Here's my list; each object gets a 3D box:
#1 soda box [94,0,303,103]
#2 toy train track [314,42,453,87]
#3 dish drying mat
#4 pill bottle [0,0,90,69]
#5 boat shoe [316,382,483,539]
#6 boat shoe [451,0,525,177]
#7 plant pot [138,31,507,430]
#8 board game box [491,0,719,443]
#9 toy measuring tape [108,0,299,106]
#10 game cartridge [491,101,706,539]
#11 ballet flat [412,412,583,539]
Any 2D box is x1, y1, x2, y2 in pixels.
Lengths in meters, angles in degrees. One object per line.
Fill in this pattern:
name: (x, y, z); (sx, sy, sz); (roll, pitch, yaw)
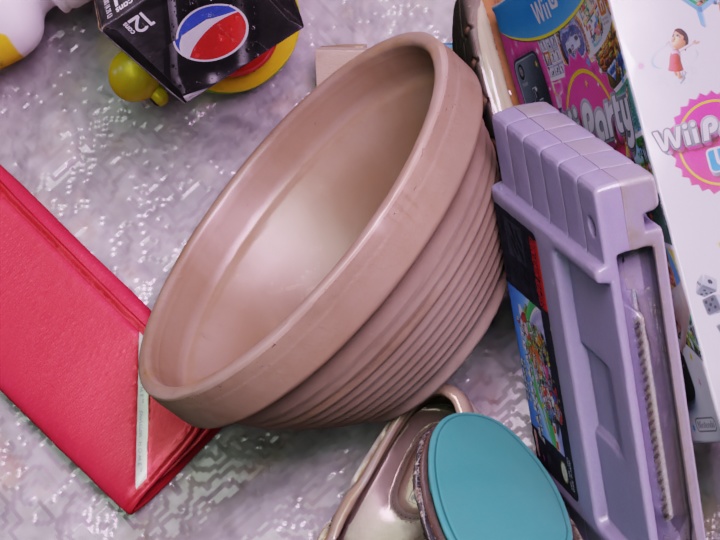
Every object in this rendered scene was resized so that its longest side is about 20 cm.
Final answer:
soda box: (-0.087, -0.172, 1.176); (0.071, 0.063, 0.200); (-32, 45, 15)
toy train track: (0.079, -0.095, 1.207); (0.200, 0.033, 0.115); (1, 104, 16)
dish drying mat: (-0.150, 0.022, 1.221); (0.200, 0.018, 0.077); (43, 86, 17)
pill bottle: (-0.221, -0.132, 1.224); (0.200, 0.114, 0.114); (-27, 73, 1)
boat shoe: (0.003, 0.143, 1.139); (0.072, 0.065, 0.200); (22, 79, 14)
boat shoe: (0.098, -0.036, 1.167); (0.074, 0.076, 0.200); (-19, 89, -8)
plant pot: (0.000, 0.000, 1.141); (0.093, 0.201, 0.201); (38, 82, -21)
board game box: (0.126, -0.032, 1.060); (0.064, 0.148, 0.200); (-14, 88, -13)
toy measuring tape: (-0.035, -0.143, 1.217); (0.200, 0.074, 0.074); (-41, 73, 3)
game cartridge: (0.096, 0.041, 1.056); (0.038, 0.130, 0.200); (-16, 111, -15)
ballet flat: (0.069, 0.139, 1.055); (0.068, 0.075, 0.200); (-4, 31, -24)
